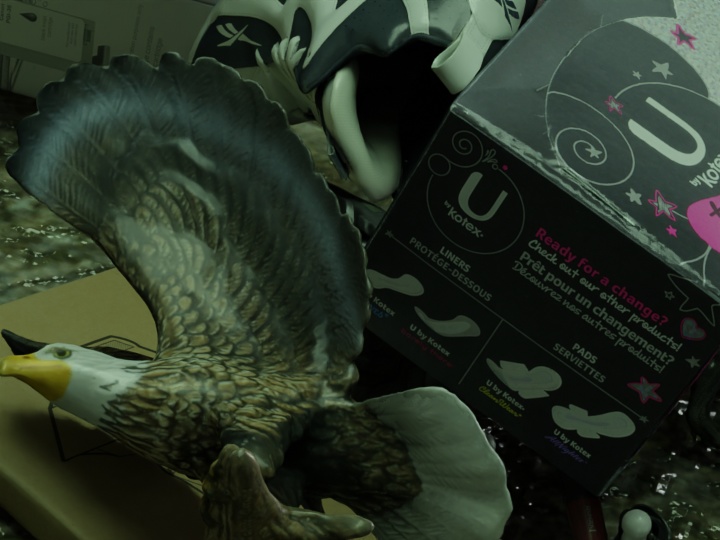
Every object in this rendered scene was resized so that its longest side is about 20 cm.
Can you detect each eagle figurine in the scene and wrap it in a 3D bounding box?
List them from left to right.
[{"bbox_3d":[-0.056,0.035,0.774,0.151,0.152,0.200,48,12,-34],"label":"eagle figurine"}]

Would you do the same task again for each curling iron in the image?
[{"bbox_3d":[0.095,0.076,0.966,0.050,0.026,0.200,26,22,-24],"label":"curling iron"}]

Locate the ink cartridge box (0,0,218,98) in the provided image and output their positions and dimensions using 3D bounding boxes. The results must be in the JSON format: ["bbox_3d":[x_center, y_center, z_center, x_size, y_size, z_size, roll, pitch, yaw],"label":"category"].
[{"bbox_3d":[-0.144,-0.152,1.159,0.200,0.083,0.147,16,32,0],"label":"ink cartridge box"}]

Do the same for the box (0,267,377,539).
[{"bbox_3d":[-0.071,0.069,0.904,0.200,0.021,0.163,37,36,30],"label":"box"}]

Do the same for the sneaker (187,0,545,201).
[{"bbox_3d":[-0.013,-0.077,0.965,0.199,0.080,0.130,-14,36,34],"label":"sneaker"}]

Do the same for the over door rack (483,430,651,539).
[{"bbox_3d":[0.060,0.141,0.789,0.148,0.067,0.200,27,39,15],"label":"over door rack"}]

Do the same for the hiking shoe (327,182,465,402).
[{"bbox_3d":[0.000,0.000,0.977,0.101,0.076,0.200,12,20,-44],"label":"hiking shoe"}]

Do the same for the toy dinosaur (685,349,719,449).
[{"bbox_3d":[0.145,0.028,1.001,0.047,0.088,0.200,-6,39,41],"label":"toy dinosaur"}]

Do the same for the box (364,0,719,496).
[{"bbox_3d":[0.104,-0.035,0.890,0.132,0.115,0.200,36,42,6],"label":"box"}]
